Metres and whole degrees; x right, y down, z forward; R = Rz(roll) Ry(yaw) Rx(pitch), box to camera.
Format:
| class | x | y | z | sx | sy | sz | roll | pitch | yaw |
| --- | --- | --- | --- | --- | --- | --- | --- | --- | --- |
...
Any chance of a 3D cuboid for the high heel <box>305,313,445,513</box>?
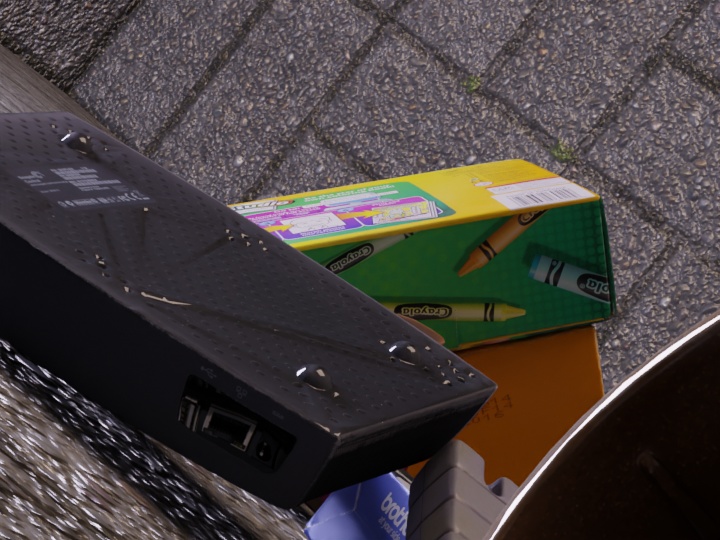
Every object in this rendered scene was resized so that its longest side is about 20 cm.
| class | x | y | z | sx | sy | sz | roll | pitch | yaw |
| --- | --- | --- | --- | --- | --- | --- | --- | --- | --- |
| high heel | -0.053 | 0.056 | 0.881 | 0.199 | 0.097 | 0.067 | 12 | 16 | -38 |

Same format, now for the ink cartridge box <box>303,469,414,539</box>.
| class | x | y | z | sx | sy | sz | roll | pitch | yaw |
| --- | --- | --- | --- | --- | --- | --- | --- | --- | --- |
| ink cartridge box | 0.075 | 0.151 | 0.862 | 0.200 | 0.044 | 0.094 | 39 | 2 | -28 |

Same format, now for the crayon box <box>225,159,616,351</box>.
| class | x | y | z | sx | sy | sz | roll | pitch | yaw |
| --- | --- | --- | --- | --- | --- | --- | --- | --- | --- |
| crayon box | 0.000 | 0.000 | 1.020 | 0.119 | 0.198 | 0.059 | -140 | -139 | -73 |

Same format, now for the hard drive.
| class | x | y | z | sx | sy | sz | roll | pitch | yaw |
| --- | --- | --- | --- | --- | --- | --- | --- | --- | --- |
| hard drive | -0.064 | 0.009 | 0.763 | 0.199 | 0.043 | 0.135 | 32 | 18 | 21 |

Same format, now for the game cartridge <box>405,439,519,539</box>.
| class | x | y | z | sx | sy | sz | roll | pitch | yaw |
| --- | --- | --- | --- | --- | --- | --- | --- | --- | --- |
| game cartridge | 0.093 | 0.151 | 0.730 | 0.200 | 0.038 | 0.130 | 39 | 25 | -12 |

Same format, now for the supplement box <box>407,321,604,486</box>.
| class | x | y | z | sx | sy | sz | roll | pitch | yaw |
| --- | --- | --- | --- | --- | --- | --- | --- | --- | --- |
| supplement box | 0.028 | 0.052 | 1.084 | 0.200 | 0.125 | 0.074 | -138 | -143 | -74 |

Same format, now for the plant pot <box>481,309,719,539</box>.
| class | x | y | z | sx | sy | sz | roll | pitch | yaw |
| --- | --- | --- | --- | --- | --- | --- | --- | --- | --- |
| plant pot | 0.149 | 0.129 | 0.560 | 0.198 | 0.200 | 0.200 | 46 | -2 | -21 |
